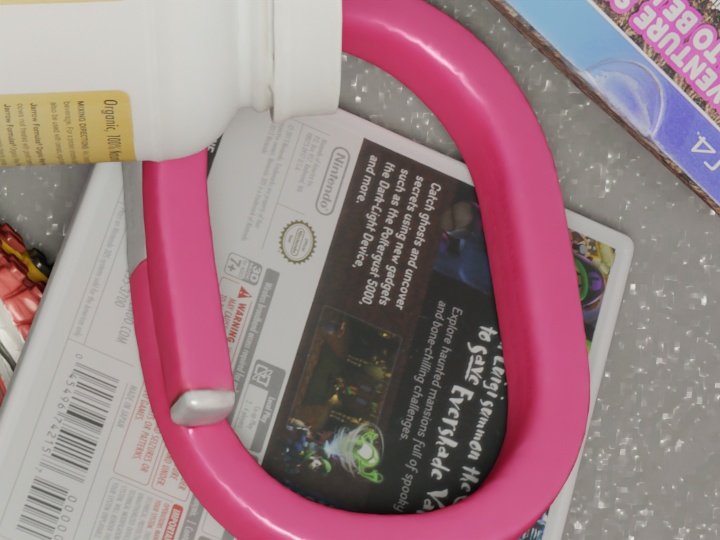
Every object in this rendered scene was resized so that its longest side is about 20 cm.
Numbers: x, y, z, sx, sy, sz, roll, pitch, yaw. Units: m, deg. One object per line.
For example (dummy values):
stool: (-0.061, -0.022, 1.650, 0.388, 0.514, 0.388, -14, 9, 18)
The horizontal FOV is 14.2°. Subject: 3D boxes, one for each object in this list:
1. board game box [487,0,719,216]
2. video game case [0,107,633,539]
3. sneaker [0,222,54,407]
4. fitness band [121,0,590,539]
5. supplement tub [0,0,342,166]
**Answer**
board game box: (0.123, -0.141, 0.884, 0.200, 0.097, 0.159, -46, 127, 5)
video game case: (-0.016, 0.040, 0.916, 0.181, 0.023, 0.201, 23, 59, -10)
sneaker: (-0.150, 0.010, 0.933, 0.082, 0.078, 0.200, -41, 102, 6)
fitness band: (0.000, 0.000, 0.907, 0.143, 0.037, 0.201, 2, 66, -21)
supplement tub: (-0.107, -0.101, 0.832, 0.199, 0.144, 0.145, -2, 102, -4)
